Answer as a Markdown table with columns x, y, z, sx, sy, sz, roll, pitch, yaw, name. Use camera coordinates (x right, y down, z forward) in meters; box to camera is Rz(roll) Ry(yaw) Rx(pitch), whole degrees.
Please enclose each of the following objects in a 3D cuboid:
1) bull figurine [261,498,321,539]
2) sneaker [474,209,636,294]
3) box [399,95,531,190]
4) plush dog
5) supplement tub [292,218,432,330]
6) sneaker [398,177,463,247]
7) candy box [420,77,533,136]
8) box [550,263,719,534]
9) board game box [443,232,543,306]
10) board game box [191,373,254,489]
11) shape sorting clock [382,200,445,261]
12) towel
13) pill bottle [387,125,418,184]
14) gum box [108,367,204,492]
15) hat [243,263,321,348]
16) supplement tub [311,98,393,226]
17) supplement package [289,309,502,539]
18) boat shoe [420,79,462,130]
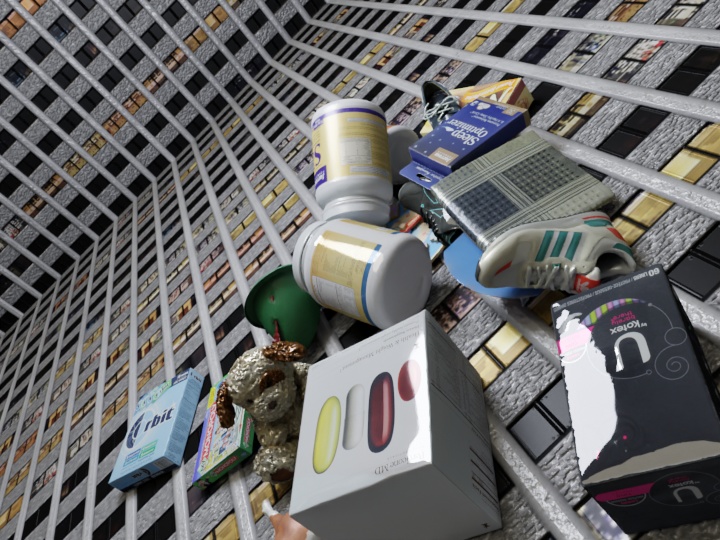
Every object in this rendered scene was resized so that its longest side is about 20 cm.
| x | y | z | sx | sy | sz | roll | pitch | yaw | name |
| --- | --- | --- | --- | --- | --- | --- | --- | --- | --- |
| -0.093 | 0.358 | 0.751 | 0.120 | 0.065 | 0.203 | -10 | 44 | 49 | bull figurine |
| 0.237 | -0.007 | 0.710 | 0.194 | 0.072 | 0.095 | -14 | 47 | -13 | sneaker |
| 0.162 | -0.207 | 0.958 | 0.198 | 0.033 | 0.121 | -38 | 38 | -11 | box |
| -0.119 | 0.179 | 0.878 | 0.199 | 0.172 | 0.161 | -42 | 31 | 5 | plush dog |
| 0.000 | 0.000 | 0.935 | 0.197 | 0.145 | 0.146 | 17 | 65 | 41 | supplement tub |
| 0.131 | -0.089 | 0.946 | 0.197 | 0.076 | 0.080 | 22 | 72 | 39 | sneaker |
| 0.216 | -0.292 | 1.129 | 0.198 | 0.055 | 0.117 | 14 | 66 | 54 | candy box |
| 0.265 | 0.116 | 0.557 | 0.120 | 0.106 | 0.203 | -26 | 37 | 28 | box |
| 0.212 | -0.021 | 0.821 | 0.156 | 0.040 | 0.199 | 24 | 54 | 40 | board game box |
| -0.230 | 0.259 | 1.042 | 0.134 | 0.029 | 0.203 | -40 | 31 | 25 | board game box |
| 0.083 | -0.065 | 1.046 | 0.197 | 0.039 | 0.203 | -31 | 34 | 23 | shape sorting clock |
| 0.224 | -0.103 | 0.838 | 0.196 | 0.035 | 0.194 | -29 | 48 | -8 | towel |
| 0.031 | -0.244 | 1.241 | 0.113 | 0.112 | 0.198 | -51 | 32 | -11 | pill bottle |
| -0.404 | 0.316 | 1.187 | 0.167 | 0.045 | 0.203 | -29 | 34 | 26 | gum box |
| -0.104 | 0.120 | 1.011 | 0.203 | 0.161 | 0.179 | 110 | 145 | -45 | hat |
| -0.015 | -0.185 | 1.074 | 0.143 | 0.143 | 0.207 | -16 | 73 | 38 | supplement tub |
| 0.039 | 0.197 | 0.695 | 0.188 | 0.147 | 0.203 | -29 | 34 | 24 | supplement package |
| 0.154 | -0.291 | 1.092 | 0.074 | 0.062 | 0.203 | -30 | 39 | 19 | boat shoe |
